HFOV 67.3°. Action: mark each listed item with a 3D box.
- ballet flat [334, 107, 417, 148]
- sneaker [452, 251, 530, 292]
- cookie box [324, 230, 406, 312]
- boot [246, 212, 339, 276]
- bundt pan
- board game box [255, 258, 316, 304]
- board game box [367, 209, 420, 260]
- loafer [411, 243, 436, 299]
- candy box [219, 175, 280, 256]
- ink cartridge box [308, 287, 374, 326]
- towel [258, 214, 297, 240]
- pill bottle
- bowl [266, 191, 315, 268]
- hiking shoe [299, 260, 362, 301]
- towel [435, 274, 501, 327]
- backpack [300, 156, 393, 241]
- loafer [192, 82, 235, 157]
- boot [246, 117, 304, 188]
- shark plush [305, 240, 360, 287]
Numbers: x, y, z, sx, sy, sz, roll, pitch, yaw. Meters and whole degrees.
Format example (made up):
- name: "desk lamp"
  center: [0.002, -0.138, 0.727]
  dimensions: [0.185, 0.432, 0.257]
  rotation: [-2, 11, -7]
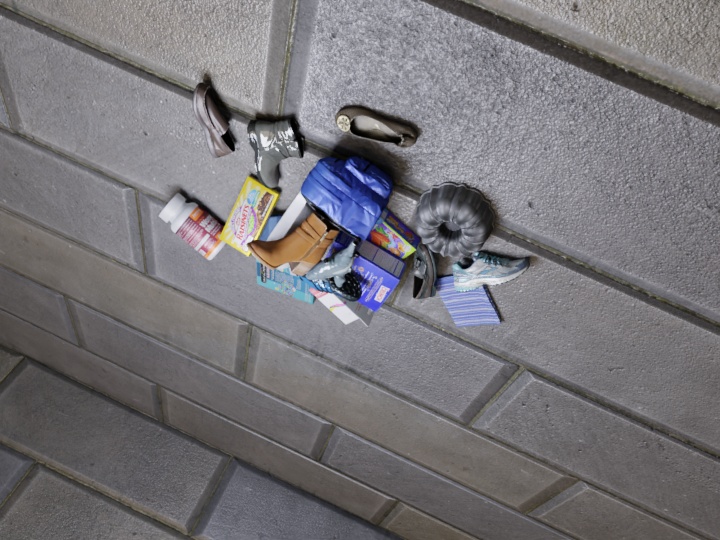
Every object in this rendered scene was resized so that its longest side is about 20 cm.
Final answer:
- name: "ballet flat"
  center: [0.031, -0.317, 1.220]
  dimensions: [0.198, 0.047, 0.068]
  rotation: [19, 138, 9]
- name: "sneaker"
  center: [0.322, -0.007, 1.362]
  dimensions: [0.198, 0.078, 0.087]
  rotation: [-16, 97, 23]
- name: "cookie box"
  center: [0.000, 0.000, 1.467]
  dimensions: [0.199, 0.076, 0.172]
  rotation: [31, 139, -2]
- name: "boot"
  center: [-0.155, -0.074, 1.260]
  dimensions: [0.155, 0.074, 0.199]
  rotation: [-47, 145, 20]
- name: "bundt pan"
  center: [0.221, -0.109, 1.312]
  dimensions: [0.200, 0.076, 0.203]
  rotation: [15, 138, 14]
- name: "board game box"
  center: [-0.226, 0.011, 1.688]
  dimensions: [0.198, 0.047, 0.152]
  rotation: [20, 138, 9]
- name: "board game box"
  center: [0.047, -0.068, 1.466]
  dimensions: [0.134, 0.045, 0.200]
  rotation: [39, 137, -13]
- name: "loafer"
  center: [0.165, 0.012, 1.446]
  dimensions: [0.062, 0.072, 0.201]
  rotation: [-21, 139, -7]
- name: "candy box"
  center: [-0.308, -0.150, 1.502]
  dimensions: [0.102, 0.026, 0.201]
  rotation: [31, 106, 6]
- name: "ink cartridge box"
  center: [-0.045, 0.074, 1.604]
  dimensions: [0.200, 0.117, 0.067]
  rotation: [45, 135, -19]
- name: "towel"
  center: [-0.247, -0.103, 1.538]
  dimensions: [0.197, 0.049, 0.113]
  rotation: [2, 98, 13]
- name: "pill bottle"
  center: [-0.499, -0.134, 1.636]
  dimensions: [0.200, 0.110, 0.109]
  rotation: [41, 137, -16]
- name: "bowl"
  center: [-0.169, -0.102, 1.405]
  dimensions: [0.074, 0.200, 0.201]
  rotation: [31, 102, -19]
- name: "hiking shoe"
  center: [-0.081, 0.026, 1.437]
  dimensions: [0.199, 0.075, 0.087]
  rotation: [32, 148, 14]
- name: "towel"
  center: [0.296, 0.086, 1.510]
  dimensions: [0.144, 0.024, 0.201]
  rotation: [-9, 128, 35]
- name: "backpack"
  center: [-0.030, -0.192, 1.296]
  dimensions: [0.199, 0.163, 0.169]
  rotation: [32, 101, 0]
- name: "loafer"
  center: [-0.359, -0.377, 1.356]
  dimensions: [0.070, 0.074, 0.201]
  rotation: [2, 139, 11]
- name: "boot"
  center: [-0.201, -0.288, 1.362]
  dimensions: [0.129, 0.068, 0.201]
  rotation: [5, 136, 15]
- name: "shark plush"
  center: [-0.057, -0.013, 1.308]
  dimensions: [0.082, 0.092, 0.199]
  rotation: [1, 170, -30]
